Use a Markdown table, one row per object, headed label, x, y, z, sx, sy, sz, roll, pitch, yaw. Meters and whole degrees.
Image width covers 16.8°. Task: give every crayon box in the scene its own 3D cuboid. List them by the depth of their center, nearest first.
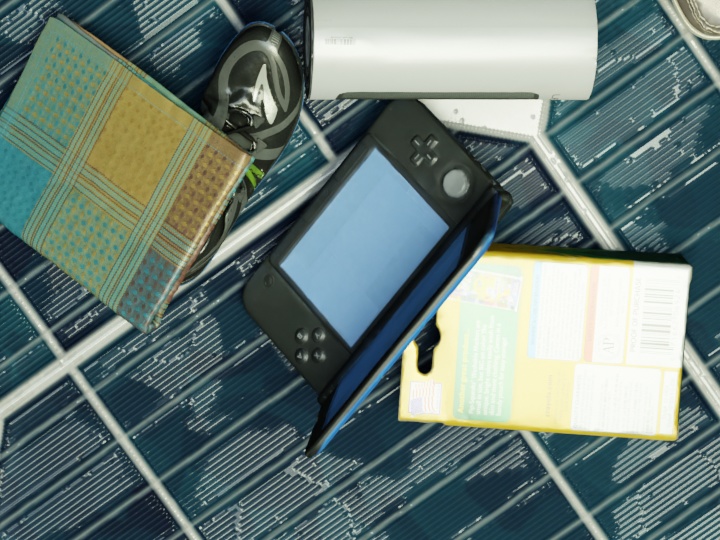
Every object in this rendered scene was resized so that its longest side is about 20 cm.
| label | x | y | z | sx | sy | sz | roll | pitch | yaw |
| --- | --- | --- | --- | --- | --- | --- | --- | --- | --- |
| crayon box | 0.129 | 0.048 | 1.727 | 0.198 | 0.052 | 0.127 | 4 | 99 | 0 |

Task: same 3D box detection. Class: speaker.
| label | x | y | z | sx | sy | sz | roll | pitch | yaw |
| --- | --- | --- | --- | --- | --- | --- | --- | --- | --- |
| speaker | 0.062 | -0.157 | 1.670 | 0.198 | 0.081 | 0.082 | 0 | 99 | -6 |

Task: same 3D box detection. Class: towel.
| label | x | y | z | sx | sy | sz | roll | pitch | yaw |
| --- | --- | --- | --- | --- | --- | --- | --- | --- | --- |
| towel | -0.177 | -0.068 | 1.679 | 0.200 | 0.022 | 0.147 | 36 | 99 | 28 |

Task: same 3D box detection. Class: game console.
| label | x | y | z | sx | sy | sz | roll | pitch | yaw |
| --- | --- | --- | --- | --- | --- | --- | --- | --- | --- |
| game console | 0.000 | 0.000 | 1.645 | 0.171 | 0.118 | 0.200 | 47 | 108 | 24 |

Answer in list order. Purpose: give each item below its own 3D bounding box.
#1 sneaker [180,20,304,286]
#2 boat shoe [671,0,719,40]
| label | x | y | z | sx | sy | sz | roll | pitch | yaw |
| --- | --- | --- | --- | --- | --- | --- | --- | --- | --- |
| sneaker | -0.096 | -0.075 | 1.695 | 0.070 | 0.083 | 0.201 | 27 | 96 | -2 |
| boat shoe | 0.242 | -0.254 | 1.636 | 0.071 | 0.060 | 0.202 | 1 | 100 | -5 |
